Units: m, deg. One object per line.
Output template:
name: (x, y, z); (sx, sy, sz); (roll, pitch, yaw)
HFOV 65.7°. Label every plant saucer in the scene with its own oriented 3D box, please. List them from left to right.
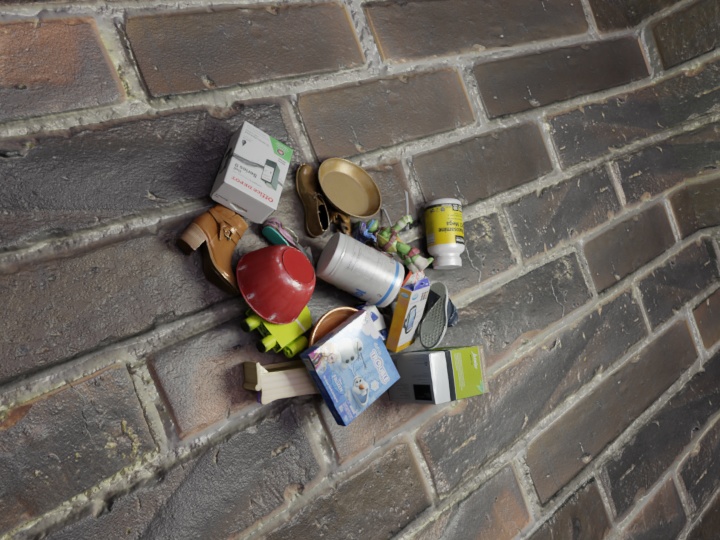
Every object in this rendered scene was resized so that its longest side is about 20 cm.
plant saucer: (-0.045, 0.190, 1.376); (0.200, 0.037, 0.201); (5, 82, -36)
plant saucer: (-0.035, -0.218, 1.523); (0.200, 0.035, 0.201); (20, 49, -25)

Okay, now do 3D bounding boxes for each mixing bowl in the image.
mixing bowl: (-0.181, 0.015, 1.318); (0.200, 0.108, 0.201); (33, 39, -31)

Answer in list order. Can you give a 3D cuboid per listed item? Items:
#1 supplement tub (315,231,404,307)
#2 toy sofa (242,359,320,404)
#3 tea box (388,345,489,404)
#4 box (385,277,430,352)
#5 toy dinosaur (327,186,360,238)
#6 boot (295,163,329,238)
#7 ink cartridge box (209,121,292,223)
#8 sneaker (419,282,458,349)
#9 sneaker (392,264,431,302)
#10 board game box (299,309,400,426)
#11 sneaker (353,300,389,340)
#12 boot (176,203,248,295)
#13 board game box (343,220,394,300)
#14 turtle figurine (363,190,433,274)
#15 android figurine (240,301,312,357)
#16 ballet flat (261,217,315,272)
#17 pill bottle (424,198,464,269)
supplement tub: (0.000, 0.000, 1.441); (0.200, 0.132, 0.132); (26, 68, -17)
toy sofa: (-0.178, 0.258, 1.351); (0.199, 0.083, 0.098); (-3, 87, -34)
tea box: (0.207, 0.283, 1.527); (0.196, 0.200, 0.134); (-2, 83, -35)
box: (0.131, 0.113, 1.511); (0.119, 0.041, 0.201); (-12, 117, -59)
toy dinosaur: (-0.048, -0.147, 1.536); (0.106, 0.060, 0.201); (15, 60, -41)
boot: (-0.119, -0.192, 1.476); (0.073, 0.075, 0.201); (-9, 85, -31)
ink cartridge box: (-0.261, -0.237, 1.360); (0.146, 0.084, 0.201); (27, 54, -27)
sneaker: (0.228, 0.157, 1.596); (0.146, 0.077, 0.203); (60, 40, -51)
sneaker: (0.139, 0.062, 1.582); (0.108, 0.067, 0.201); (56, 40, -13)
board game box: (-0.019, 0.231, 1.341); (0.199, 0.043, 0.200); (-36, 106, -34)
sneaker: (-0.009, 0.141, 1.492); (0.199, 0.080, 0.116); (-4, 80, -40)
boot: (-0.317, -0.054, 1.326); (0.200, 0.074, 0.155); (53, 52, -20)
board game box: (0.019, -0.020, 1.557); (0.135, 0.034, 0.201); (28, 67, -25)
turtle figurine: (0.122, -0.097, 1.519); (0.194, 0.144, 0.200); (46, 42, -4)
android figurine: (-0.197, 0.120, 1.357); (0.182, 0.041, 0.200); (50, 37, 3)
ballet flat: (-0.171, -0.056, 1.429); (0.200, 0.069, 0.071); (51, 40, -15)
pill bottle: (0.255, -0.108, 1.680); (0.112, 0.112, 0.201); (2, 80, -33)
